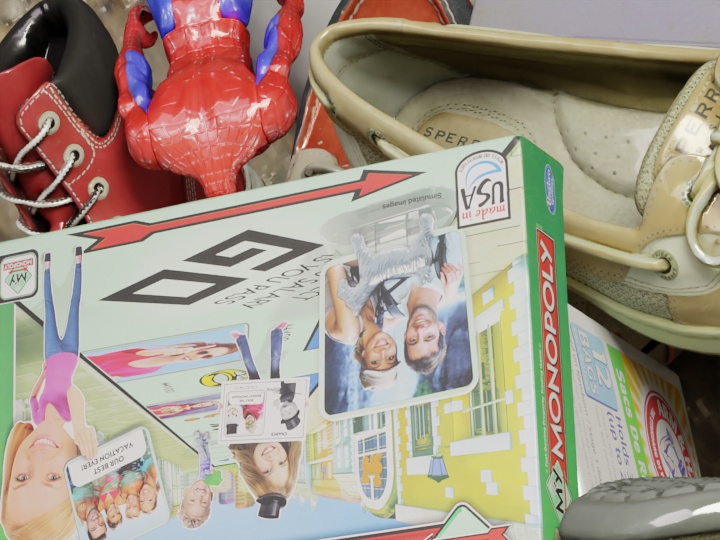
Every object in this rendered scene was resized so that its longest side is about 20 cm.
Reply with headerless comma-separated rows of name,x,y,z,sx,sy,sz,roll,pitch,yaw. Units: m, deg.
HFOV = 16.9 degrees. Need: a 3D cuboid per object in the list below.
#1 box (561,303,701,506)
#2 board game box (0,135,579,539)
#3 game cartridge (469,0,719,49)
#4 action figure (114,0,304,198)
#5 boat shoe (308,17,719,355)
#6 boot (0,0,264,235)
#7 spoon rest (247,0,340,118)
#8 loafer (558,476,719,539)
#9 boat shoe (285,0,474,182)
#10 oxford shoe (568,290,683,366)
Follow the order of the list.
box,0.041,0.120,0.634,0.101,0.112,0.201,-19,68,22
board game box,-0.041,0.050,0.617,0.199,0.029,0.136,-11,70,26
game cartridge,0.113,-0.054,0.681,0.199,0.038,0.131,8,84,41
action figure,-0.053,-0.092,0.820,0.065,0.052,0.201,-10,59,5
boat shoe,0.070,-0.031,0.636,0.200,0.063,0.073,16,66,45
boot,-0.092,0.011,0.818,0.072,0.144,0.201,-16,51,23
spoon rest,-0.015,-0.074,0.882,0.100,0.060,0.201,119,149,-43
loafer,0.134,0.094,0.581,0.075,0.199,0.070,-10,67,61
boat shoe,0.000,0.000,0.761,0.071,0.063,0.201,10,92,18
oxford shoe,0.080,0.006,0.759,0.073,0.071,0.201,9,66,29
